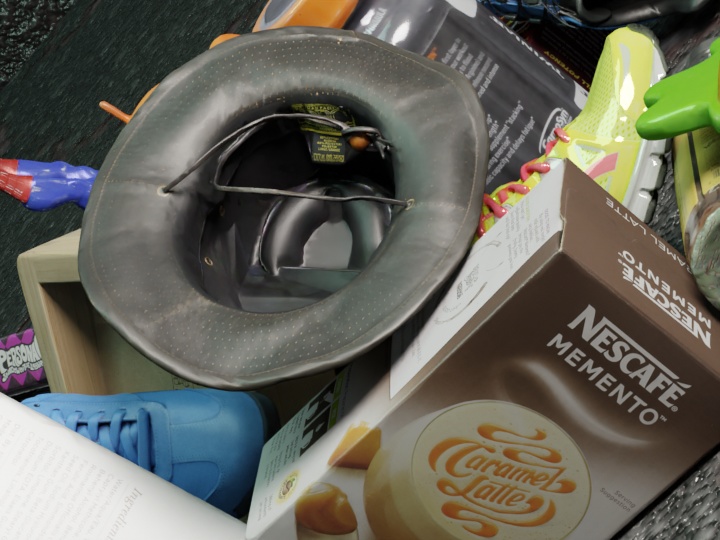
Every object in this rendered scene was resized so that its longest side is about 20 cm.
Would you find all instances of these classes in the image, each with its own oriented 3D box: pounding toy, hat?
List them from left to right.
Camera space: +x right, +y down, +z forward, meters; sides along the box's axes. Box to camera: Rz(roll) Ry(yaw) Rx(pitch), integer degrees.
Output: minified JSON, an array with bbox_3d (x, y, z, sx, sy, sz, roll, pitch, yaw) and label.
[{"bbox_3d":[-0.057,0.063,1.458,0.184,0.200,0.142,-2,17,47],"label":"pounding toy"},{"bbox_3d":[-0.029,-0.012,1.288,0.200,0.081,0.201,-6,50,8],"label":"hat"}]

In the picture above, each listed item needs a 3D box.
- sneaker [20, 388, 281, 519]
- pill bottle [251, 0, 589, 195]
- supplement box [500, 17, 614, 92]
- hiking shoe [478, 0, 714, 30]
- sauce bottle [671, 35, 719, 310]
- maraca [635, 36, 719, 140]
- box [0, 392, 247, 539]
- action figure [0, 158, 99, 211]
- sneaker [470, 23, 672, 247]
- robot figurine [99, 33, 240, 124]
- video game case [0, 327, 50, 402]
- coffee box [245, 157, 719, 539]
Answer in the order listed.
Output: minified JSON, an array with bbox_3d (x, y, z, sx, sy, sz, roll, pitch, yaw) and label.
[{"bbox_3d":[-0.120,0.088,1.357,0.200,0.078,0.066,-8,74,47],"label":"sneaker"},{"bbox_3d":[0.042,-0.081,1.447,0.106,0.200,0.106,-46,17,18],"label":"pill bottle"},{"bbox_3d":[0.097,-0.127,1.656,0.109,0.061,0.200,-39,21,37],"label":"supplement box"},{"bbox_3d":[0.099,-0.164,1.543,0.200,0.075,0.087,-8,28,6],"label":"hiking shoe"},{"bbox_3d":[0.168,-0.049,1.271,0.065,0.065,0.200,-45,17,23],"label":"sauce bottle"},{"bbox_3d":[0.196,-0.086,1.167,0.137,0.107,0.200,-32,17,-30],"label":"maraca"},{"bbox_3d":[-0.124,0.163,1.312,0.106,0.200,0.152,-61,-3,-29],"label":"box"},{"bbox_3d":[-0.115,-0.058,1.559,0.099,0.200,0.065,-61,27,7],"label":"action figure"},{"bbox_3d":[0.080,-0.019,1.296,0.078,0.090,0.200,-50,-21,-87],"label":"sneaker"},{"bbox_3d":[-0.053,-0.057,1.702,0.144,0.200,0.117,90,-177,-65],"label":"robot figurine"},{"bbox_3d":[-0.122,0.042,1.652,0.181,0.036,0.200,-17,-6,34],"label":"video game case"},{"bbox_3d":[0.059,0.066,1.232,0.200,0.114,0.080,-45,16,25],"label":"coffee box"}]
